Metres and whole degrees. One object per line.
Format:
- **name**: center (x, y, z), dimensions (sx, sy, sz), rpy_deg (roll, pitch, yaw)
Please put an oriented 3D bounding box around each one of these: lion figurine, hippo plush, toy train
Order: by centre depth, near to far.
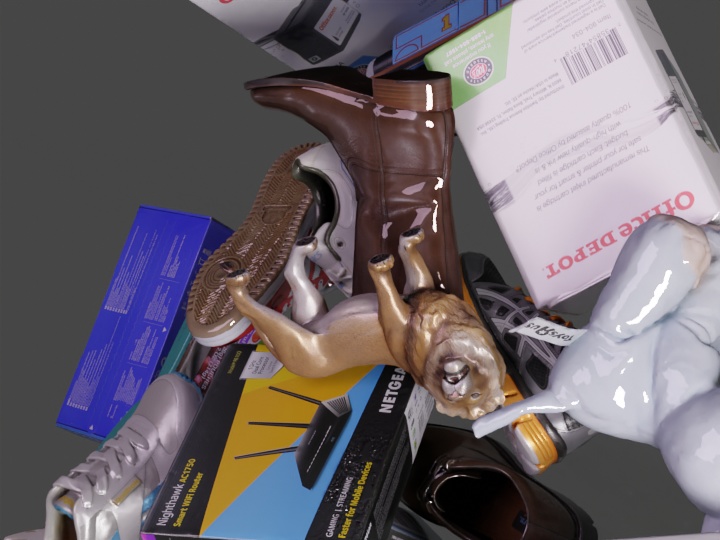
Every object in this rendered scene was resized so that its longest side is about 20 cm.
- **hippo plush**: center (0.211, 0.067, 1.270), dimensions (0.161, 0.200, 0.160), rpy_deg (39, 119, 38)
- **lion figurine**: center (0.001, 0.041, 1.391), dimensions (0.200, 0.123, 0.072), rpy_deg (0, 29, 35)
- **toy train**: center (0.078, -0.152, 1.568), dimensions (0.200, 0.087, 0.114), rpy_deg (-25, 45, 33)

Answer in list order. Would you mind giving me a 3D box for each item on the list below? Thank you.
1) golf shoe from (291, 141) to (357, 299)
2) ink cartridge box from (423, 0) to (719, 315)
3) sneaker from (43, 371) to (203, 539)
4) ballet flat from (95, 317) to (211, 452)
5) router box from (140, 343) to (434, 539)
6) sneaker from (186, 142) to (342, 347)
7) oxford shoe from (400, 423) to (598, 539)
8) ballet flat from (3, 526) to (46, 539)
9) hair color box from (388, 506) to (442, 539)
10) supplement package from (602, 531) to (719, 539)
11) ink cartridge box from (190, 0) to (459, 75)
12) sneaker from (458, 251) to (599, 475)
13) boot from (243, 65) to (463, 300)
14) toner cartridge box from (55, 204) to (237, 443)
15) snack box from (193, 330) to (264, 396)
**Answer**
- **golf shoe**: center (0.000, 0.000, 1.519), dimensions (0.078, 0.097, 0.200), rpy_deg (-31, 71, 55)
- **ink cartridge box**: center (0.154, -0.088, 1.407), dimensions (0.145, 0.084, 0.200), rpy_deg (-29, 74, 20)
- **sneaker**: center (-0.180, 0.165, 1.543), dimensions (0.076, 0.081, 0.200), rpy_deg (19, 82, 51)
- **ballet flat**: center (-0.145, 0.108, 1.635), dimensions (0.200, 0.064, 0.067), rpy_deg (-58, 17, -10)
- **router box**: center (-0.044, 0.130, 1.394), dimensions (0.149, 0.051, 0.200), rpy_deg (1, 36, 16)
- **sneaker**: center (-0.056, 0.009, 1.561), dimensions (0.071, 0.113, 0.200), rpy_deg (5, 46, 31)
- **oxford shoe**: center (0.069, 0.145, 1.422), dimensions (0.200, 0.084, 0.073), rpy_deg (21, 86, 47)
- **ballet flat**: center (-0.283, 0.246, 1.694), dimensions (0.200, 0.072, 0.068), rpy_deg (-23, 56, 32)
- **hair color box**: center (-0.032, 0.251, 1.446), dimensions (0.200, 0.099, 0.061), rpy_deg (-55, 45, 6)
- **supplement package**: center (0.174, 0.230, 1.257), dimensions (0.200, 0.117, 0.117), rpy_deg (-10, 66, 39)
- **ink cartridge box**: center (-0.023, -0.233, 1.611), dimensions (0.145, 0.200, 0.084), rpy_deg (-33, 50, 25)
- **sneaker**: center (0.117, 0.057, 1.440), dimensions (0.077, 0.078, 0.200), rpy_deg (-23, 46, -1)
- **boot**: center (-0.005, -0.040, 1.453), dimensions (0.186, 0.064, 0.201), rpy_deg (9, 109, 43)
- **toner cartridge box**: center (-0.175, 0.049, 1.717), dimensions (0.095, 0.043, 0.200), rpy_deg (11, 77, 45)
- **snack box**: center (-0.074, 0.146, 1.560), dimensions (0.169, 0.068, 0.200), rpy_deg (30, 92, 47)
